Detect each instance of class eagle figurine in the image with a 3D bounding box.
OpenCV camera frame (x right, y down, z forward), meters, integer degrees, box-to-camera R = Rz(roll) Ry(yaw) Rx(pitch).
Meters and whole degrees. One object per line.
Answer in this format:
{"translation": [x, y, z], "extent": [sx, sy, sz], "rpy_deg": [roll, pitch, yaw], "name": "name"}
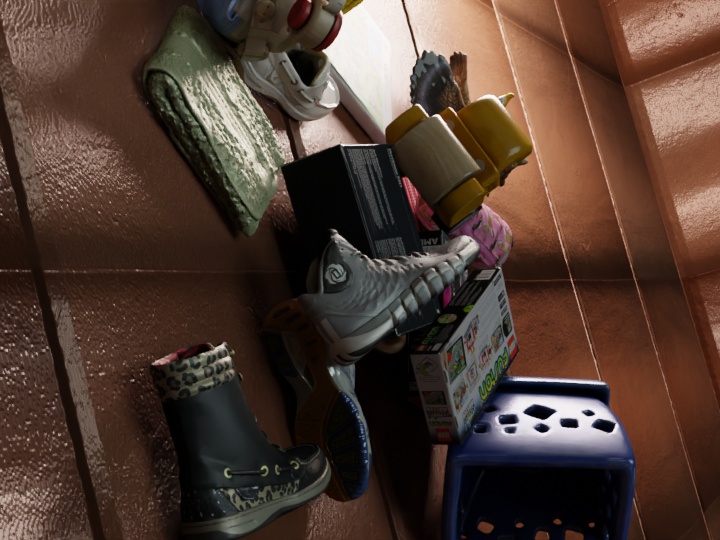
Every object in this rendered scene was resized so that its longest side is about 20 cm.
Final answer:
{"translation": [0.151, -0.212, 1.919], "extent": [0.200, 0.151, 0.152], "rpy_deg": [45, -23, 9], "name": "eagle figurine"}

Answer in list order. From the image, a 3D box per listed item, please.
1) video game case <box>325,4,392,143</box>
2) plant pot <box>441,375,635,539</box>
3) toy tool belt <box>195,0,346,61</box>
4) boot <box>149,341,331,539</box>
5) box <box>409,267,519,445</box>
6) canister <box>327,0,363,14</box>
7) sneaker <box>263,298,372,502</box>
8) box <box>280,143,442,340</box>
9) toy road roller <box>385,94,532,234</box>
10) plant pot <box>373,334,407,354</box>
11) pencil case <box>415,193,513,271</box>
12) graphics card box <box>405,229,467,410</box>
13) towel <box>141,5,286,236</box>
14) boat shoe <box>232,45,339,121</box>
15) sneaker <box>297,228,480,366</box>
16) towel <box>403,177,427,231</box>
{"translation": [-0.014, -0.278, 1.687], "extent": [0.200, 0.022, 0.182], "rpy_deg": [47, 34, -45], "name": "video game case"}
{"translation": [0.192, 0.226, 1.508], "extent": [0.180, 0.200, 0.200], "rpy_deg": [-82, 173, -57], "name": "plant pot"}
{"translation": [-0.107, -0.267, 1.294], "extent": [0.123, 0.125, 0.200], "rpy_deg": [26, 7, -30], "name": "toy tool belt"}
{"translation": [-0.097, 0.130, 1.131], "extent": [0.204, 0.073, 0.154], "rpy_deg": [-20, 96, -64], "name": "boot"}
{"translation": [0.116, 0.089, 1.456], "extent": [0.200, 0.035, 0.110], "rpy_deg": [-47, 129, -54], "name": "box"}
{"translation": [-0.081, -0.349, 1.491], "extent": [0.149, 0.087, 0.200], "rpy_deg": [60, 25, 0], "name": "canister"}
{"translation": [-0.025, 0.121, 1.308], "extent": [0.088, 0.075, 0.200], "rpy_deg": [-8, 82, -67], "name": "sneaker"}
{"translation": [0.004, -0.027, 1.407], "extent": [0.141, 0.079, 0.200], "rpy_deg": [-12, 85, -64], "name": "box"}
{"translation": [0.117, -0.136, 1.538], "extent": [0.123, 0.146, 0.200], "rpy_deg": [53, 1, 7], "name": "toy road roller"}
{"translation": [0.000, 0.000, 1.512], "extent": [0.200, 0.027, 0.200], "rpy_deg": [46, 34, -45], "name": "plant pot"}
{"translation": [0.134, -0.059, 1.727], "extent": [0.200, 0.086, 0.083], "rpy_deg": [38, 69, -63], "name": "pencil case"}
{"translation": [0.091, 0.064, 1.584], "extent": [0.125, 0.051, 0.200], "rpy_deg": [40, 47, -65], "name": "graphics card box"}
{"translation": [-0.135, -0.145, 1.301], "extent": [0.200, 0.036, 0.148], "rpy_deg": [58, 26, -29], "name": "towel"}
{"translation": [-0.062, -0.213, 1.470], "extent": [0.200, 0.069, 0.071], "rpy_deg": [13, 60, -65], "name": "boat shoe"}
{"translation": [0.020, -0.007, 1.292], "extent": [0.200, 0.075, 0.116], "rpy_deg": [-38, 86, -33], "name": "sneaker"}
{"translation": [0.056, -0.085, 1.675], "extent": [0.200, 0.022, 0.145], "rpy_deg": [-18, 90, -74], "name": "towel"}
